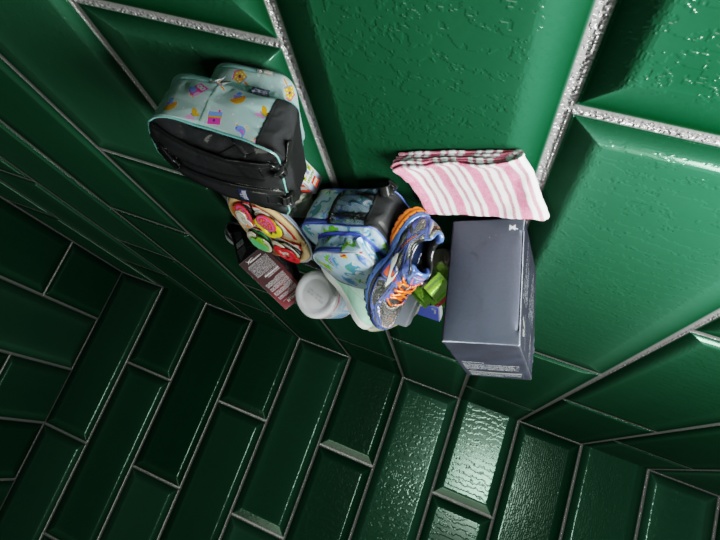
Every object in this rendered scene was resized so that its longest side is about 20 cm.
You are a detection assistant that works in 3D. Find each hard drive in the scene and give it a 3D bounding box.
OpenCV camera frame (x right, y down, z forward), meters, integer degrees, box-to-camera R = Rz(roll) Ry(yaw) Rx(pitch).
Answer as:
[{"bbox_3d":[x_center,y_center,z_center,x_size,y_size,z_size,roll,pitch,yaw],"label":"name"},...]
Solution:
[{"bbox_3d":[0.120,0.078,1.391,0.197,0.026,0.132,18,163,16],"label":"hard drive"}]

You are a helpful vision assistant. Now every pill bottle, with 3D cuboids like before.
[{"bbox_3d":[-0.071,0.061,1.263,0.107,0.111,0.200,16,180,19],"label":"pill bottle"}]

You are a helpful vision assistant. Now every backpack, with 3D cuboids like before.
[{"bbox_3d":[-0.004,-0.056,0.914,0.198,0.149,0.183,12,159,41],"label":"backpack"},{"bbox_3d":[-0.175,-0.185,0.712,0.196,0.156,0.176,10,161,5],"label":"backpack"}]

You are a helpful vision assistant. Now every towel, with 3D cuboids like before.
[{"bbox_3d":[0.154,-0.114,0.732,0.197,0.030,0.146,9,160,38],"label":"towel"}]

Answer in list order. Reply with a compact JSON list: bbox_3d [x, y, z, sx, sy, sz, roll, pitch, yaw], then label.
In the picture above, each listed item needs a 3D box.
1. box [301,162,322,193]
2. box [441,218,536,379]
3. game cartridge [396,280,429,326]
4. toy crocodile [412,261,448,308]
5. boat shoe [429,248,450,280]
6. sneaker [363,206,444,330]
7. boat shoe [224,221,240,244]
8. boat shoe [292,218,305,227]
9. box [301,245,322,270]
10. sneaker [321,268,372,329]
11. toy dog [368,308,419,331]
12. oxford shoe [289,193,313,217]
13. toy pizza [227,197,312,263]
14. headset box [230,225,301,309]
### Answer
[{"bbox_3d":[-0.175,-0.183,0.930,0.197,0.035,0.110,9,159,38],"label":"box"},{"bbox_3d":[0.214,0.051,0.839,0.115,0.200,0.200,0,156,23],"label":"box"},{"bbox_3d":[0.039,0.020,1.073,0.199,0.135,0.041,36,-148,21],"label":"game cartridge"},{"bbox_3d":[0.130,0.035,0.892,0.062,0.067,0.200,46,178,9],"label":"toy crocodile"},{"bbox_3d":[0.163,0.016,1.049,0.061,0.076,0.201,7,153,-1],"label":"boat shoe"},{"bbox_3d":[0.067,0.005,0.811,0.074,0.203,0.078,8,-161,-38],"label":"sneaker"},{"bbox_3d":[-0.264,-0.068,1.364,0.198,0.073,0.068,32,164,-6],"label":"boat shoe"},{"bbox_3d":[-0.176,-0.115,1.083,0.197,0.077,0.072,17,167,26],"label":"boat shoe"},{"bbox_3d":[-0.120,-0.038,1.203,0.158,0.045,0.200,21,-179,5],"label":"box"},{"bbox_3d":[0.000,0.000,1.033,0.202,0.118,0.073,57,-151,12],"label":"sneaker"},{"bbox_3d":[0.070,0.055,1.190,0.190,0.142,0.200,8,161,13],"label":"toy dog"},{"bbox_3d":[-0.171,-0.131,1.012,0.197,0.075,0.059,8,129,32],"label":"oxford shoe"},{"bbox_3d":[-0.179,-0.075,1.004,0.198,0.032,0.201,29,157,13],"label":"toy pizza"},{"bbox_3d":[-0.217,-0.013,1.273,0.200,0.077,0.149,49,-173,-37],"label":"headset box"}]
